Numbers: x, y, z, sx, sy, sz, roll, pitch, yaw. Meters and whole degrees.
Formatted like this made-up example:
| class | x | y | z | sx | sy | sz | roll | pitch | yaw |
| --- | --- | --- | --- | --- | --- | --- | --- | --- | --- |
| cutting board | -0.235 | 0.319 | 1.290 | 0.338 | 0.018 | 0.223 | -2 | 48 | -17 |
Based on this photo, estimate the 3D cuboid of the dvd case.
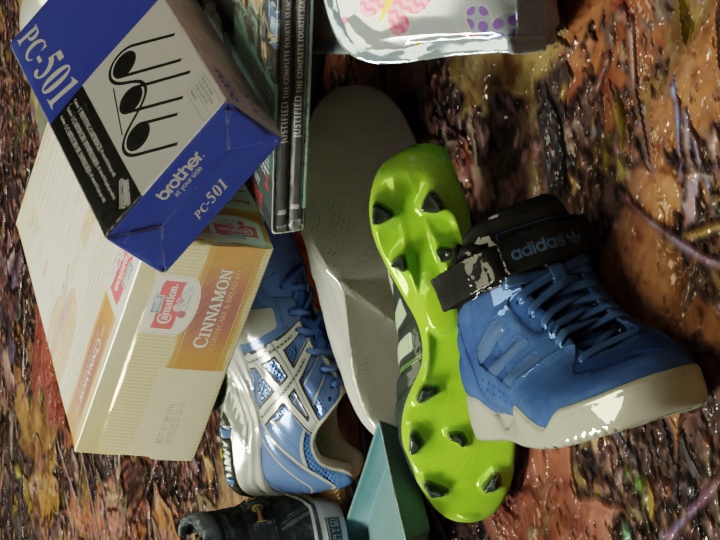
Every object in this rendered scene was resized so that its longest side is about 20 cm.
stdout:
| class | x | y | z | sx | sy | sz | roll | pitch | yaw |
| --- | --- | --- | --- | --- | --- | --- | --- | --- | --- |
| dvd case | -0.056 | -0.140 | 1.373 | 0.146 | 0.022 | 0.201 | -122 | 29 | -50 |

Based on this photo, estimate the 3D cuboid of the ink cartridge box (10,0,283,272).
| class | x | y | z | sx | sy | sz | roll | pitch | yaw |
| --- | --- | --- | --- | --- | --- | --- | --- | --- | --- |
| ink cartridge box | -0.115 | -0.094 | 1.391 | 0.094 | 0.044 | 0.200 | -48 | 37 | 12 |

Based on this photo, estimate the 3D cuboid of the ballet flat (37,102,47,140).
| class | x | y | z | sx | sy | sz | roll | pitch | yaw |
| --- | --- | --- | --- | --- | --- | --- | --- | --- | --- |
| ballet flat | -0.155 | -0.037 | 1.688 | 0.064 | 0.067 | 0.201 | -152 | 48 | -85 |

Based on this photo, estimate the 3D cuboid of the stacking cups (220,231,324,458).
| class | x | y | z | sx | sy | sz | roll | pitch | yaw |
| --- | --- | --- | --- | --- | --- | --- | --- | --- | --- |
| stacking cups | -0.038 | 0.030 | 1.620 | 0.061 | 0.060 | 0.201 | -127 | 44 | -53 |

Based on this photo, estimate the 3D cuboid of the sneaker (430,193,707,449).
| class | x | y | z | sx | sy | sz | roll | pitch | yaw |
| --- | --- | --- | --- | --- | --- | --- | --- | --- | --- |
| sneaker | 0.092 | 0.020 | 1.256 | 0.200 | 0.076 | 0.112 | 172 | 84 | -74 |

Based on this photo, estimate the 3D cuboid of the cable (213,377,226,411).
| class | x | y | z | sx | sy | sz | roll | pitch | yaw |
| --- | --- | --- | --- | --- | --- | --- | --- | --- | --- |
| cable | -0.092 | 0.002 | 1.641 | 0.200 | 0.051 | 0.164 | -50 | -32 | -78 |

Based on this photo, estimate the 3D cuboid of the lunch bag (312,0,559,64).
| class | x | y | z | sx | sy | sz | roll | pitch | yaw |
| --- | --- | --- | --- | --- | --- | --- | --- | --- | --- |
| lunch bag | 0.024 | -0.191 | 1.325 | 0.200 | 0.127 | 0.170 | 14 | 111 | 61 |

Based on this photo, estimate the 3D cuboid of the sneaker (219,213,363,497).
| class | x | y | z | sx | sy | sz | roll | pitch | yaw |
| --- | --- | --- | --- | --- | --- | --- | --- | --- | --- |
| sneaker | -0.041 | 0.040 | 1.554 | 0.076 | 0.077 | 0.201 | -58 | -32 | -55 |

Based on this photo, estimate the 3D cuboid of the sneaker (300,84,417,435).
| class | x | y | z | sx | sy | sz | roll | pitch | yaw |
| --- | --- | --- | --- | --- | --- | --- | --- | --- | --- |
| sneaker | 0.000 | 0.000 | 1.500 | 0.088 | 0.075 | 0.201 | 144 | 118 | -78 |

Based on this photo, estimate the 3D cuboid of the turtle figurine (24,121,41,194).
| class | x | y | z | sx | sy | sz | roll | pitch | yaw |
| --- | --- | --- | --- | --- | --- | --- | --- | --- | --- |
| turtle figurine | -0.140 | -0.044 | 1.765 | 0.100 | 0.149 | 0.201 | 2 | 104 | 50 |

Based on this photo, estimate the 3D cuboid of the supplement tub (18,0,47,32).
| class | x | y | z | sx | sy | sz | roll | pitch | yaw |
| --- | --- | --- | --- | --- | --- | --- | --- | --- | --- |
| supplement tub | -0.140 | -0.184 | 1.662 | 0.200 | 0.144 | 0.145 | -101 | 20 | -45 |

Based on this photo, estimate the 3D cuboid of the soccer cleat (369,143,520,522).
| class | x | y | z | sx | sy | sz | roll | pitch | yaw |
| --- | --- | --- | --- | --- | --- | --- | --- | --- | --- |
| soccer cleat | 0.048 | 0.031 | 1.397 | 0.081 | 0.067 | 0.201 | -54 | -44 | -67 |

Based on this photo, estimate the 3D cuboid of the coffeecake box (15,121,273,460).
| class | x | y | z | sx | sy | sz | roll | pitch | yaw |
| --- | --- | --- | --- | --- | --- | --- | --- | --- | --- |
| coffeecake box | -0.124 | -0.019 | 1.495 | 0.200 | 0.073 | 0.154 | -111 | 35 | -47 |

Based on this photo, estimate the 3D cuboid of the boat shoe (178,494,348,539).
| class | x | y | z | sx | sy | sz | roll | pitch | yaw |
| --- | --- | --- | --- | --- | --- | --- | --- | --- | --- |
| boat shoe | -0.073 | 0.168 | 1.653 | 0.200 | 0.090 | 0.071 | 150 | 116 | -75 |

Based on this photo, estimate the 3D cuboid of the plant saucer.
| class | x | y | z | sx | sy | sz | roll | pitch | yaw |
| --- | --- | --- | --- | --- | --- | --- | --- | --- | --- |
| plant saucer | 0.014 | 0.147 | 1.499 | 0.200 | 0.019 | 0.070 | 106 | 153 | -66 |

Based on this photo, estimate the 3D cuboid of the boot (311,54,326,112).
| class | x | y | z | sx | sy | sz | roll | pitch | yaw |
| --- | --- | --- | --- | --- | --- | --- | --- | --- | --- |
| boot | -0.026 | -0.173 | 1.535 | 0.186 | 0.064 | 0.201 | -94 | 16 | -81 |
